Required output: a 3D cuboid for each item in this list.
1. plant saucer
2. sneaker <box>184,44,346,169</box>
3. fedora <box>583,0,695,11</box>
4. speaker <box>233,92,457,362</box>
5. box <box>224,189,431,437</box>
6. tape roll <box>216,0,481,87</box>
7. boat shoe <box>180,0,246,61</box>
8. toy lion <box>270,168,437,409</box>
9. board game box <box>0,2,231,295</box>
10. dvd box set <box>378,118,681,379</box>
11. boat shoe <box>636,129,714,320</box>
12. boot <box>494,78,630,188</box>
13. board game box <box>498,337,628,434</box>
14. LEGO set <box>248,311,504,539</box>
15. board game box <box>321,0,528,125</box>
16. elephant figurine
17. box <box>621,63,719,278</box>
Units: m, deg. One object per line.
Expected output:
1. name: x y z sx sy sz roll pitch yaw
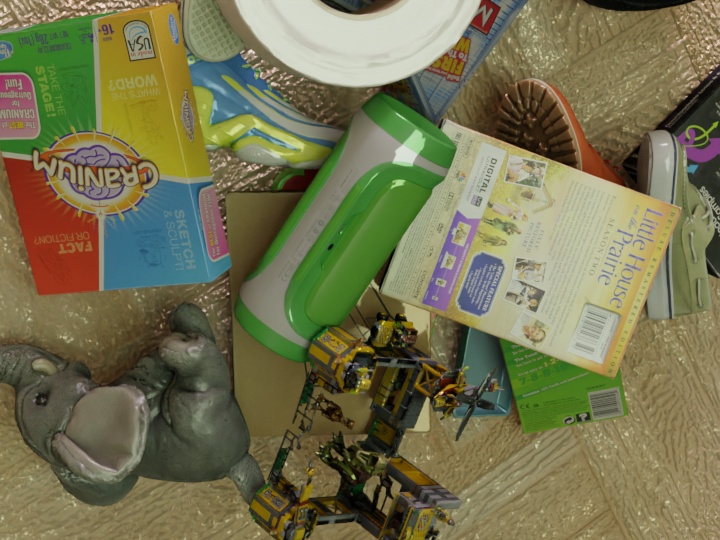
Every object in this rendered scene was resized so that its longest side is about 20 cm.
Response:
1. plant saucer: 0.118 0.029 1.259 0.070 0.019 0.201 3 102 -39
2. sneaker: -0.095 -0.138 1.111 0.199 0.076 0.106 8 94 -12
3. fedora: 0.249 -0.292 1.186 0.200 0.201 0.092 -7 71 -19
4. speaker: -0.013 -0.031 1.090 0.088 0.089 0.200 29 105 -23
5. box: -0.024 0.034 1.165 0.163 0.021 0.201 -1 101 -3
6. tape roll: -0.009 -0.233 1.036 0.202 0.071 0.203 -3 101 -15
7. boat shoe: -0.096 -0.252 1.087 0.074 0.062 0.201 13 85 -29
8. toy lion: 0.000 0.000 1.199 0.191 0.069 0.201 17 96 -16
9. board game box: -0.188 -0.086 1.069 0.152 0.040 0.201 -5 107 21
10. dvd box set: 0.131 -0.017 1.132 0.199 0.029 0.147 19 98 -3
11. boat shoe: 0.274 -0.040 1.255 0.062 0.072 0.200 -5 133 7
12. boot: 0.179 -0.081 1.233 0.107 0.075 0.201 -44 120 -45
13. board game box: 0.167 0.060 1.229 0.095 0.030 0.200 -11 135 8
14. LEGO set: 0.018 0.143 1.093 0.154 0.116 0.201 18 100 -49
15. board game box: 0.049 -0.227 1.141 0.200 0.062 0.201 23 94 -37
16. elephant figurine: -0.197 0.117 1.115 0.199 0.155 0.142 -20 127 -13
17. box: 0.348 -0.112 1.313 0.200 0.036 0.143 -45 112 -8
